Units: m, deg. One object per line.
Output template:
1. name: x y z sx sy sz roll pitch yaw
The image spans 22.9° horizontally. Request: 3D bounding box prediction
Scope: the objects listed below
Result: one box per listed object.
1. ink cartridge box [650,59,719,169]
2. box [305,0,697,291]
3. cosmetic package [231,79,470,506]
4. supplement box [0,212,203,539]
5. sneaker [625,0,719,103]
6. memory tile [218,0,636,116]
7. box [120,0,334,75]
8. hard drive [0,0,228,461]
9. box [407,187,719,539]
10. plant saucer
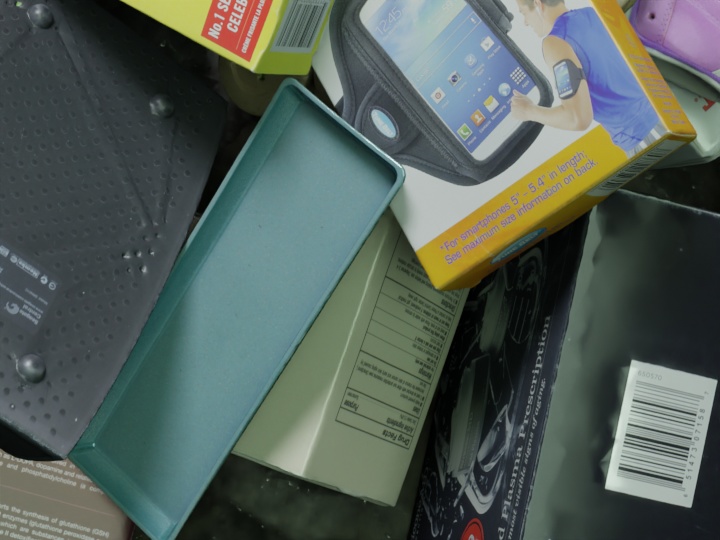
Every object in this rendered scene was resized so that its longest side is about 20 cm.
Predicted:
1. ink cartridge box: 0.146 -0.170 0.885 0.146 0.083 0.200 -40 97 -12
2. box: 0.035 -0.107 0.729 0.119 0.041 0.201 -35 79 24
3. cosmetic package: 0.000 0.000 0.828 0.071 0.105 0.201 17 82 29
4. supplement box: -0.144 0.058 0.820 0.108 0.061 0.201 18 85 -12
5. sneaker: 0.127 -0.164 0.803 0.114 0.073 0.201 -42 93 -3
6. memory tile: 0.028 -0.134 0.763 0.199 0.017 0.154 8 95 26
7. box: -0.099 -0.155 0.744 0.199 0.050 0.076 31 108 20
8. hard drive: -0.140 -0.029 0.726 0.135 0.042 0.201 36 49 -19
9. box: 0.104 0.073 0.818 0.104 0.182 0.201 13 85 -10
10. plant saucer: -0.054 0.020 0.751 0.070 0.019 0.200 40 108 21
